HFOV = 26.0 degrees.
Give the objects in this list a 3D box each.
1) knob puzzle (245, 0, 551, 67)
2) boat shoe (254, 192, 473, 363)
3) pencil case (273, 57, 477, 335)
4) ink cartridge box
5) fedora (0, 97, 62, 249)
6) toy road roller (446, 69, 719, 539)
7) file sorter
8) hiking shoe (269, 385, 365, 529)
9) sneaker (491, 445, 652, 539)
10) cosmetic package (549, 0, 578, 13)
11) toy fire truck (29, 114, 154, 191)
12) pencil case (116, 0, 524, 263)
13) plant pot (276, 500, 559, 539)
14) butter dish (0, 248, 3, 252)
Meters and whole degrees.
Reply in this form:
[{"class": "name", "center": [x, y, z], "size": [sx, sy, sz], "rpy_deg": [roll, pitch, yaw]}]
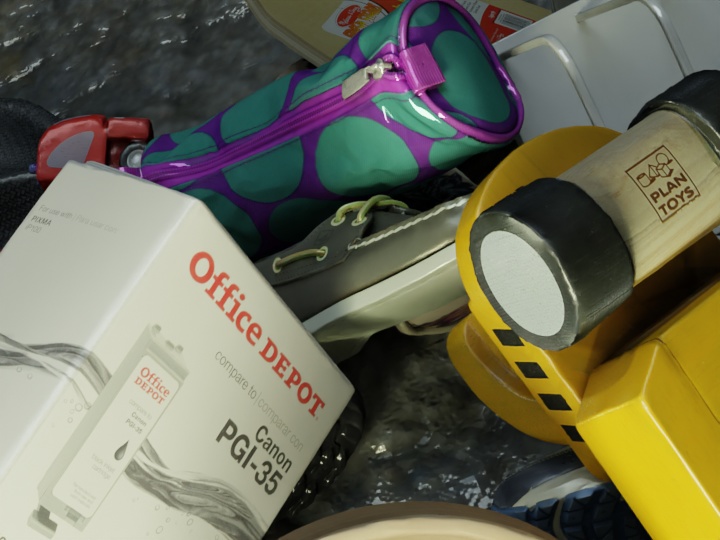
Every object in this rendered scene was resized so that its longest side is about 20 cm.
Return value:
[{"class": "knob puzzle", "center": [0.018, -0.136, 0.898], "size": [0.218, 0.031, 0.220], "rpy_deg": [13, 31, -8]}, {"class": "boat shoe", "center": [-0.002, 0.000, 0.734], "size": [0.201, 0.072, 0.061], "rpy_deg": [-30, 71, 49]}, {"class": "pencil case", "center": [0.012, -0.049, 0.853], "size": [0.089, 0.078, 0.200], "rpy_deg": [-38, 44, -2]}, {"class": "ink cartridge box", "center": [-0.109, 0.079, 0.623], "size": [0.083, 0.147, 0.200], "rpy_deg": [17, 65, 39]}, {"class": "fedora", "center": [-0.208, -0.040, 0.921], "size": [0.199, 0.092, 0.201], "rpy_deg": [-11, 44, 11]}, {"class": "toy road roller", "center": [0.119, 0.034, 0.608], "size": [0.123, 0.146, 0.200], "rpy_deg": [-33, 85, -26]}, {"class": "file sorter", "center": [0.185, -0.092, 0.752], "size": [0.199, 0.139, 0.125], "rpy_deg": [-27, 6, -7]}, {"class": "hiking shoe", "center": [-0.097, 0.086, 0.762], "size": [0.199, 0.076, 0.101], "rpy_deg": [-24, 46, -2]}, {"class": "sneaker", "center": [0.146, 0.070, 0.684], "size": [0.199, 0.077, 0.085], "rpy_deg": [-17, 46, -10]}, {"class": "cosmetic package", "center": [0.173, -0.194, 0.919], "size": [0.090, 0.107, 0.201], "rpy_deg": [-2, 44, 20]}, {"class": "toy fire truck", "center": [-0.179, 0.015, 0.830], "size": [0.140, 0.049, 0.201], "rpy_deg": [1, 82, -4]}, {"class": "pencil case", "center": [-0.021, -0.064, 0.767], "size": [0.199, 0.092, 0.086], "rpy_deg": [-24, 68, 36]}, {"class": "plant pot", "center": [0.015, 0.178, 0.574], "size": [0.200, 0.202, 0.093], "rpy_deg": [-26, 8, -6]}, {"class": "butter dish", "center": [-0.216, 0.089, 0.679], "size": [0.200, 0.199, 0.148], "rpy_deg": [-55, 48, 13]}]
